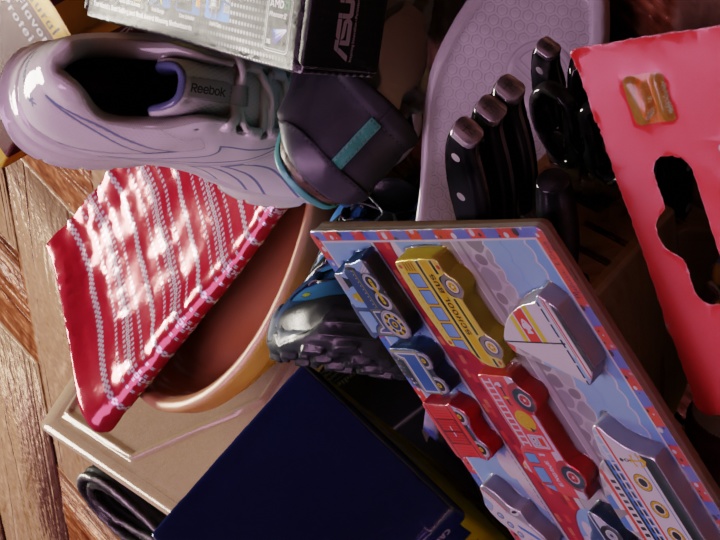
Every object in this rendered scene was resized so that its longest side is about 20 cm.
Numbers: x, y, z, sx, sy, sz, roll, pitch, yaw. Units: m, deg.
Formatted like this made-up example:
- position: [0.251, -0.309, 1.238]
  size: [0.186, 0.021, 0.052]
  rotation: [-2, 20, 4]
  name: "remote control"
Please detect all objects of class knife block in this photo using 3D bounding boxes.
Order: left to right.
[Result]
- position: [0.074, 0.013, 0.998]
  size: [0.064, 0.175, 0.201]
  rotation: [30, 106, 32]
  name: "knife block"

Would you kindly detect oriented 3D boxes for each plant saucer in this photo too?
- position: [-0.064, -0.022, 1.305]
  size: [0.200, 0.037, 0.201]
  rotation: [-32, 49, 48]
  name: "plant saucer"

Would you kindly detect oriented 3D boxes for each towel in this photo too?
- position: [-0.100, -0.028, 1.308]
  size: [0.200, 0.022, 0.145]
  rotation: [-50, 39, 32]
  name: "towel"

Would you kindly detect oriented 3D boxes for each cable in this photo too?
- position: [-0.081, 0.178, 1.367]
  size: [0.200, 0.050, 0.097]
  rotation: [40, 158, 2]
  name: "cable"

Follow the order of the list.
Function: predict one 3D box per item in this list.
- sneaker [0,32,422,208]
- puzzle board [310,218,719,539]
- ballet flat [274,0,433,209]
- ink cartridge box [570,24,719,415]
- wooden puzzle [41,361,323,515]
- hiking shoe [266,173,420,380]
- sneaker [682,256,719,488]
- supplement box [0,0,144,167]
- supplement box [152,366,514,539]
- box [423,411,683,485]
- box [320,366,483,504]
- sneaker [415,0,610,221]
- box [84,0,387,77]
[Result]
- position: [-0.063, -0.072, 1.161]
  size: [0.087, 0.199, 0.075]
  rotation: [162, 109, -72]
  name: "sneaker"
- position: [0.072, 0.062, 1.001]
  size: [0.150, 0.017, 0.201]
  rotation: [1, 131, 56]
  name: "puzzle board"
- position: [0.004, -0.099, 1.119]
  size: [0.200, 0.073, 0.073]
  rotation: [-84, -19, -58]
  name: "ballet flat"
- position: [0.174, -0.012, 0.860]
  size: [0.199, 0.050, 0.162]
  rotation: [-7, 115, 32]
  name: "ink cartridge box"
- position: [-0.074, 0.039, 1.365]
  size: [0.037, 0.186, 0.200]
  rotation: [38, 172, -35]
  name: "wooden puzzle"
- position: [0.000, 0.000, 1.166]
  size: [0.200, 0.074, 0.087]
  rotation: [-60, -22, -84]
  name: "hiking shoe"
- position: [0.165, 0.034, 1.006]
  size: [0.090, 0.075, 0.200]
  rotation: [55, 147, 6]
  name: "sneaker"
- position: [-0.165, -0.193, 1.303]
  size: [0.198, 0.132, 0.200]
  rotation: [57, 156, 4]
  name: "supplement box"
- position: [0.009, 0.144, 1.212]
  size: [0.109, 0.109, 0.200]
  rotation: [42, -179, 29]
  name: "supplement box"
- position: [0.112, 0.101, 1.209]
  size: [0.200, 0.048, 0.122]
  rotation: [46, 152, 27]
  name: "box"
- position: [-0.028, 0.119, 1.421]
  size: [0.200, 0.107, 0.149]
  rotation: [27, 144, 50]
  name: "box"
- position: [0.070, -0.052, 1.087]
  size: [0.070, 0.099, 0.201]
  rotation: [18, 108, 16]
  name: "sneaker"
- position: [-0.047, -0.191, 1.079]
  size: [0.200, 0.047, 0.195]
  rotation: [22, 109, 55]
  name: "box"
